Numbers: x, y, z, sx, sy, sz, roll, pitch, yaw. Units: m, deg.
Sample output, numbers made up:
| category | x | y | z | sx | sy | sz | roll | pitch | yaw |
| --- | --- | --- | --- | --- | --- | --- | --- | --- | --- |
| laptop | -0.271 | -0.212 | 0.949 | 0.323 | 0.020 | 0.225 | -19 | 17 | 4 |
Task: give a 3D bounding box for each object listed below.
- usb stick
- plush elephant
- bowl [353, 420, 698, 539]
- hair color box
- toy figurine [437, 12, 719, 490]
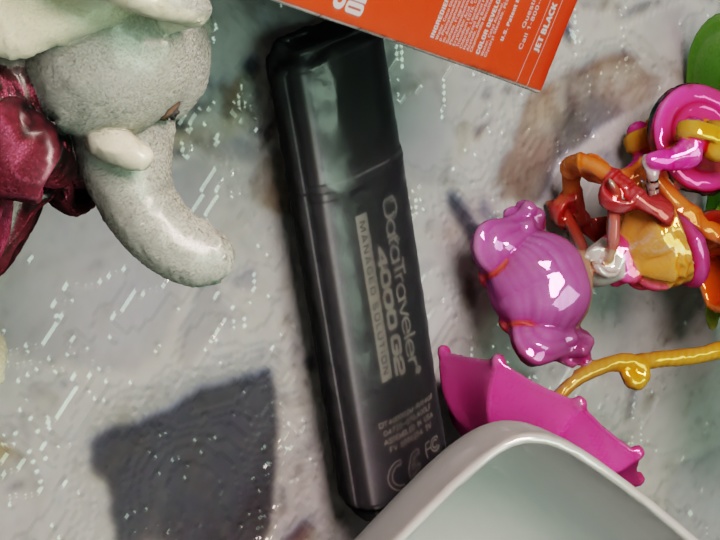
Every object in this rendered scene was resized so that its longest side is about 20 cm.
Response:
| category | x | y | z | sx | sy | sz | roll | pitch | yaw |
| --- | --- | --- | --- | --- | --- | --- | --- | --- | --- |
| usb stick | 0.000 | 0.000 | 1.119 | 0.055 | 0.032 | 0.201 | -28 | 117 | -41 |
| plush elephant | -0.109 | -0.041 | 0.921 | 0.165 | 0.154 | 0.201 | -41 | 118 | -82 |
| bowl | 0.052 | 0.168 | 1.120 | 0.200 | 0.075 | 0.200 | 41 | 91 | -24 |
| hair color box | -0.015 | -0.121 | 0.979 | 0.200 | 0.111 | 0.064 | 9 | 103 | -60 |
| toy figurine | 0.112 | 0.011 | 1.172 | 0.183 | 0.150 | 0.201 | -19 | 90 | -27 |
